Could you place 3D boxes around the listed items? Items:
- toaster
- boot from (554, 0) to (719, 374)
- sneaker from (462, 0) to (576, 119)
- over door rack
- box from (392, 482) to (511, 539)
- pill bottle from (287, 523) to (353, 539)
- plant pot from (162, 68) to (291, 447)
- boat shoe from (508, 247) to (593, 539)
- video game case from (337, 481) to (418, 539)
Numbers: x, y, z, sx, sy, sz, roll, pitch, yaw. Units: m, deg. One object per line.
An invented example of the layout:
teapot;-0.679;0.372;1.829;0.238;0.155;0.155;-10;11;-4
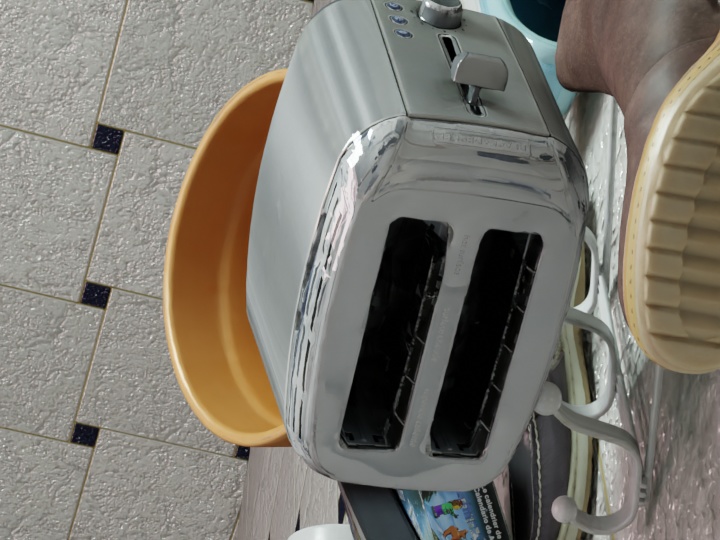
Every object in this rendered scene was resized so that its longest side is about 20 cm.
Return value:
toaster;0.017;-0.002;0.680;0.129;0.112;0.202;-109;30;-61
boot;0.110;-0.066;0.587;0.166;0.072;0.202;-177;106;-74
sneaker;0.094;-0.167;0.924;0.082;0.073;0.202;118;150;-51
over door rack;0.100;-0.012;0.710;0.149;0.066;0.201;-93;11;-49
box;0.050;0.157;0.897;0.200;0.037;0.138;154;99;-83
pill bottle;-0.019;0.298;1.269;0.113;0.111;0.202;106;167;-57
plant pot;0.000;0.000;0.948;0.199;0.139;0.202;-14;73;51
boat shoe;0.076;0.049;0.849;0.072;0.064;0.202;127;145;-71
video game case;0.033;0.208;0.891;0.200;0.025;0.182;-124;18;-67
